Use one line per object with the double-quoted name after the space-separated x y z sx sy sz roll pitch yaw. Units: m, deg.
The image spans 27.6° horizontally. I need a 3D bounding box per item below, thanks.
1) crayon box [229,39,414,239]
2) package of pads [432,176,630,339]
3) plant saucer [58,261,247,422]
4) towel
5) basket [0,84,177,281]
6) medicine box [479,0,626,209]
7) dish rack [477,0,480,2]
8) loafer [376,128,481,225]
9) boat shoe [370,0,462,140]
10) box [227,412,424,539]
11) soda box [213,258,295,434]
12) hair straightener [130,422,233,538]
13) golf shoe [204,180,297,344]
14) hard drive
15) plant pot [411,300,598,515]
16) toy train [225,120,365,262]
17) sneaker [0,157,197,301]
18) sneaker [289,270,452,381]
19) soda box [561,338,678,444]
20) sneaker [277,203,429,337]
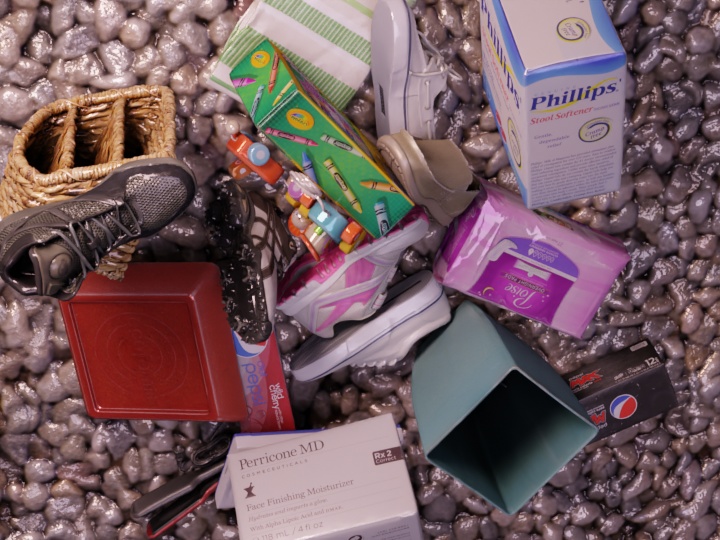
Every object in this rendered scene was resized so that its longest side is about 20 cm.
-0.039 -0.133 1.496 0.058 0.119 0.200 -41 127 9 "crayon box"
0.190 -0.011 1.647 0.198 0.076 0.121 21 110 -19 "package of pads"
-0.236 0.088 1.608 0.198 0.037 0.202 0 118 15 "plant saucer"
-0.051 -0.245 1.521 0.152 0.023 0.201 28 107 -22 "towel"
-0.271 -0.112 1.450 0.141 0.201 0.150 20 114 -17 "basket"
0.188 -0.198 1.458 0.102 0.183 0.201 -13 142 -2 "medicine box"
0.199 -0.366 1.489 0.198 0.044 0.173 -9 117 -5 "dish rack"
0.075 -0.108 1.532 0.068 0.076 0.200 -37 160 7 "loafer"
0.062 -0.201 1.522 0.085 0.075 0.203 -16 132 -13 "boat shoe"
-0.033 0.285 1.660 0.197 0.132 0.201 -14 143 -1 "box"
-0.122 0.087 1.647 0.063 0.070 0.202 -12 118 -3 "soda box"
-0.189 0.234 1.725 0.199 0.041 0.077 -32 117 7 "hair straightener"
-0.100 -0.008 1.537 0.094 0.202 0.078 13 137 -32 "golf shoe"
-0.061 0.229 1.709 0.198 0.026 0.133 -1 141 -19 "hard drive"
0.143 0.134 1.638 0.141 0.201 0.141 36 107 -28 "plant pot"
-0.076 -0.074 1.502 0.056 0.200 0.150 -49 121 0 "toy train"
-0.237 -0.032 1.320 0.197 0.115 0.077 -20 121 0 "sneaker"
0.016 0.081 1.665 0.199 0.073 0.071 -30 114 6 "sneaker"
0.272 0.160 1.752 0.198 0.063 0.071 -23 118 3 "soda box"
0.000 0.000 1.624 0.199 0.082 0.088 -34 118 18 "sneaker"
